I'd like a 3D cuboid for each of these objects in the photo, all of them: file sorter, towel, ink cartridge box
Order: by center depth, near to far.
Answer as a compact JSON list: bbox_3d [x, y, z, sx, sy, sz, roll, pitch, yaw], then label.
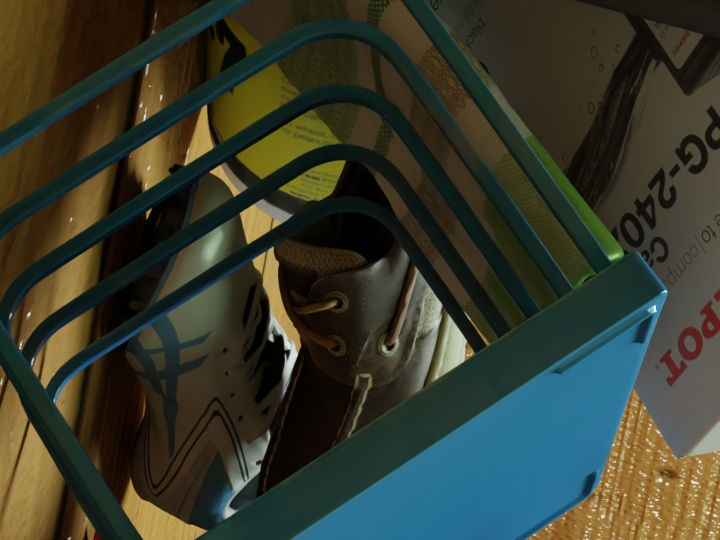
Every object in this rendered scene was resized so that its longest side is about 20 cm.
[{"bbox_3d":[-0.020,0.025,0.676,0.138,0.123,0.200,-33,166,-9],"label":"file sorter"},{"bbox_3d":[0.002,-0.055,0.754,0.031,0.200,0.149,-35,165,-7],"label":"towel"},{"bbox_3d":[0.108,-0.068,0.758,0.201,0.083,0.145,60,-43,25],"label":"ink cartridge box"}]

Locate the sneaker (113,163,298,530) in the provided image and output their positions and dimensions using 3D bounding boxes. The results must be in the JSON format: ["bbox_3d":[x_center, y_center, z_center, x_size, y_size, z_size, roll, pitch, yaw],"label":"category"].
[{"bbox_3d":[-0.048,0.030,0.916,0.200,0.072,0.072,92,12,-58],"label":"sneaker"}]

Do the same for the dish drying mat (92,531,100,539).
[{"bbox_3d":[-0.108,0.191,0.881,0.077,0.018,0.201,94,8,-52],"label":"dish drying mat"}]

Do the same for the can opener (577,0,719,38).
[{"bbox_3d":[0.052,-0.110,0.702,0.066,0.199,0.053,-45,135,-20],"label":"can opener"}]

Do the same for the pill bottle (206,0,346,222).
[{"bbox_3d":[0.001,-0.112,0.915,0.201,0.113,0.115,95,7,-55],"label":"pill bottle"}]

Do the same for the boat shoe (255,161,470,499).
[{"bbox_3d":[0.000,0.000,0.866,0.201,0.072,0.072,-65,-149,14],"label":"boat shoe"}]
